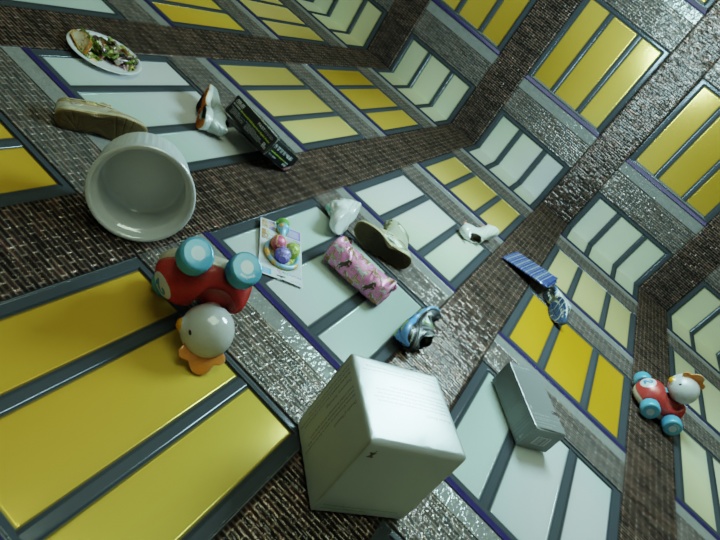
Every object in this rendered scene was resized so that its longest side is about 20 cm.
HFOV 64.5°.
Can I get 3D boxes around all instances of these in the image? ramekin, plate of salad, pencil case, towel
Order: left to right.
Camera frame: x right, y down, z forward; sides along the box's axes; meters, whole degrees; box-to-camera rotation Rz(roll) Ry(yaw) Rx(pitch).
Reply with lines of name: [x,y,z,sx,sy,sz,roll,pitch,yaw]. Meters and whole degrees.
plate of salad: [-0.692,-0.604,1.556,0.197,0.048,0.202,27,31,-18]
ramekin: [-0.422,-0.167,1.110,0.198,0.202,0.098,20,26,-28]
pencil case: [0.000,0.000,1.448,0.200,0.087,0.083,43,-1,8]
towel: [0.649,-0.003,2.180,0.199,0.024,0.144,38,29,26]

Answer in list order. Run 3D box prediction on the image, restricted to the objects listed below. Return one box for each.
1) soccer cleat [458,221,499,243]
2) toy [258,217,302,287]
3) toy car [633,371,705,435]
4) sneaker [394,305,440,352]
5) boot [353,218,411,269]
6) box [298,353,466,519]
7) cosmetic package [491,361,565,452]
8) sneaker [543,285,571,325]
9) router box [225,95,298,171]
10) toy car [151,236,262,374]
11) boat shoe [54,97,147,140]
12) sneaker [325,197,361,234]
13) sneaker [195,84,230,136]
soccer cleat: [0.448,-0.132,2.131,0.197,0.070,0.078,3,49,-35]
toy: [-0.183,-0.059,1.362,0.113,0.047,0.202,21,34,-24]
toy car: [1.032,0.394,1.886,0.176,0.201,0.185,36,29,-1]
sneaker: [0.151,0.150,1.431,0.083,0.070,0.199,55,33,3]
boot: [0.066,-0.106,1.673,0.198,0.072,0.156,34,30,-17]
box: [0.029,0.287,0.969,0.196,0.201,0.173,19,32,-29]
cosmetic package: [0.417,0.339,1.430,0.105,0.091,0.202,18,38,-25]
sneaker: [0.728,0.133,2.060,0.084,0.077,0.201,34,30,-14]
router box: [-0.281,-0.390,1.639,0.200,0.062,0.150,48,5,18]
toy car: [-0.282,0.076,0.999,0.174,0.183,0.204,17,64,-30]
boat shoe: [-0.586,-0.350,1.297,0.197,0.074,0.070,7,47,-41]
sneaker: [-0.066,-0.162,1.623,0.087,0.076,0.200,26,23,6]
sneaker: [-0.416,-0.449,1.633,0.091,0.076,0.203,26,38,-34]
